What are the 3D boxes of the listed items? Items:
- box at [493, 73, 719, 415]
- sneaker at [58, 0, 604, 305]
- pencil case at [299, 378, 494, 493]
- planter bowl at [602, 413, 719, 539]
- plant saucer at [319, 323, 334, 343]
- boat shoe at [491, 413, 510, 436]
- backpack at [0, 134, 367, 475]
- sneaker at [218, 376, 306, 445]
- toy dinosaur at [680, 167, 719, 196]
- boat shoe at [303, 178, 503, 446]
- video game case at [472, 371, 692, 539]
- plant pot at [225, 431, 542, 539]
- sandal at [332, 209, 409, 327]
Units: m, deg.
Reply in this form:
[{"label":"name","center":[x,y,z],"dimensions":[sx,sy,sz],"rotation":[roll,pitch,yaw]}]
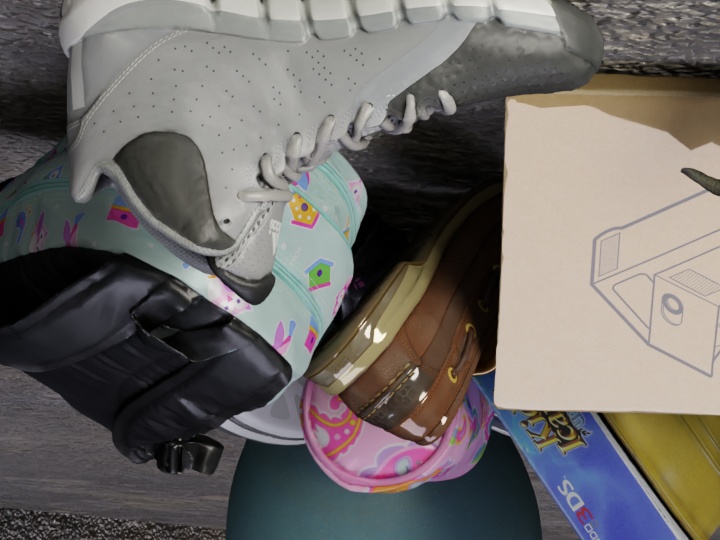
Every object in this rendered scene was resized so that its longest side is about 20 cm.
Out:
[{"label":"box","center":[0.157,-0.006,0.977],"dimensions":[0.198,0.021,0.165],"rotation":[2,124,2]},{"label":"sneaker","center":[-0.012,-0.043,0.847],"dimensions":[0.198,0.117,0.075],"rotation":[2,169,5]},{"label":"pencil case","center":[0.023,0.072,1.230],"dimensions":[0.087,0.088,0.200],"rotation":[0,178,10]},{"label":"planter bowl","center":[0.158,0.042,1.230],"dimensions":[0.083,0.201,0.200],"rotation":[-35,163,5]},{"label":"plant saucer","center":[-0.019,0.020,1.395],"dimensions":[0.198,0.036,0.200],"rotation":[3,169,1]},{"label":"boat shoe","center":[0.125,0.070,1.397],"dimensions":[0.199,0.075,0.060],"rotation":[-1,168,-31]},{"label":"backpack","center":[-0.088,-0.002,1.013],"dimensions":[0.166,0.127,0.200],"rotation":[29,157,-21]},{"label":"sneaker","center":[-0.052,0.028,1.236],"dimensions":[0.115,0.076,0.200],"rotation":[-12,140,42]},{"label":"toy dinosaur","center":[0.198,-0.070,0.832],"dimensions":[0.199,0.078,0.102],"rotation":[0,158,38]},{"label":"boat shoe","center":[0.039,0.020,1.071],"dimensions":[0.072,0.068,0.200],"rotation":[-45,-179,30]},{"label":"video game case","center":[0.108,0.083,1.226],"dimensions":[0.045,0.201,0.181],"rotation":[-35,162,6]},{"label":"plant pot","center":[0.008,0.124,1.423],"dimensions":[0.198,0.201,0.135],"rotation":[0,133,10]},{"label":"sandal","center":[0.000,-0.001,1.181],"dimensions":[0.048,0.076,0.200],"rotation":[15,-178,18]}]
